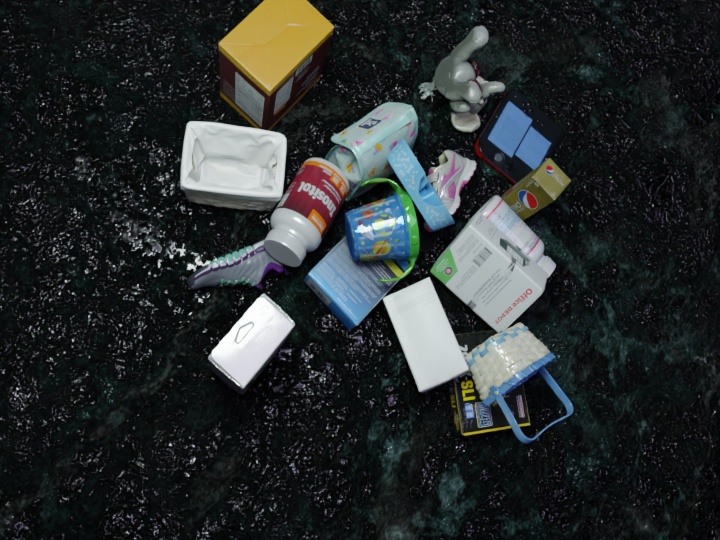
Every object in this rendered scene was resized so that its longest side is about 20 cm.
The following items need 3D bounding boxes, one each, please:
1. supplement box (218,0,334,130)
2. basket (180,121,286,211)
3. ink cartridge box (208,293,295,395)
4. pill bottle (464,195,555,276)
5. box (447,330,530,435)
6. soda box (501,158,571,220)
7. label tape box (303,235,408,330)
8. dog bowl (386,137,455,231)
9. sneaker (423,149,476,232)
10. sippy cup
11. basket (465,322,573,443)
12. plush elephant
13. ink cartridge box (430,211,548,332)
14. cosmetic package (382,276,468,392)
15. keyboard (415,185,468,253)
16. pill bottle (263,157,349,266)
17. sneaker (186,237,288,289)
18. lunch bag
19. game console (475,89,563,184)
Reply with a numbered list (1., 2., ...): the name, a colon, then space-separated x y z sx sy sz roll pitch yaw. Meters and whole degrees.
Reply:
1. supplement box: -0.176 -0.424 1.274 0.132 0.200 0.198 41 72 -1
2. basket: -0.252 -0.200 1.247 0.194 0.123 0.140 5 77 -11
3. ink cartridge box: -0.200 0.142 1.142 0.085 0.200 0.148 39 73 -1
4. pill bottle: 0.327 -0.056 1.359 0.200 0.109 0.109 46 72 0
5. box: 0.262 0.232 1.312 0.155 0.049 0.206 -5 79 -12
6. soda box: 0.362 -0.161 1.342 0.068 0.200 0.064 45 72 0
7. label tape box: 0.000 0.000 1.293 0.143 0.066 0.200 45 66 0
8. dog bowl: 0.117 -0.163 1.228 0.049 0.112 0.201 -32 114 9
9. sneaker: 0.174 -0.175 1.350 0.087 0.081 0.203 31 65 -10
10. sippy cup: 0.038 -0.077 1.229 0.127 0.141 0.181 -11 54 -8
11. basket: 0.315 0.218 1.217 0.174 0.140 0.202 -11 58 -41
12. plush elephant: 0.247 -0.411 1.404 0.152 0.198 0.170 13 75 -34
13. ink cartridge box: 0.268 0.005 1.301 0.199 0.147 0.084 42 35 2
14. cosmetic package: 0.132 0.132 1.260 0.110 0.081 0.204 -21 77 4
15. keyboard: 0.147 -0.146 1.384 0.126 0.021 0.202 38 71 -9
16. pill bottle: -0.109 -0.114 1.240 0.111 0.113 0.203 29 65 -5
17. sneaker: -0.239 0.009 1.231 0.196 0.074 0.089 -26 89 -18
18. lunch bag: 0.024 -0.252 1.284 0.169 0.200 0.123 -35 87 -17
19. game console: 0.375 -0.308 1.468 0.175 0.031 0.202 34 73 -4
